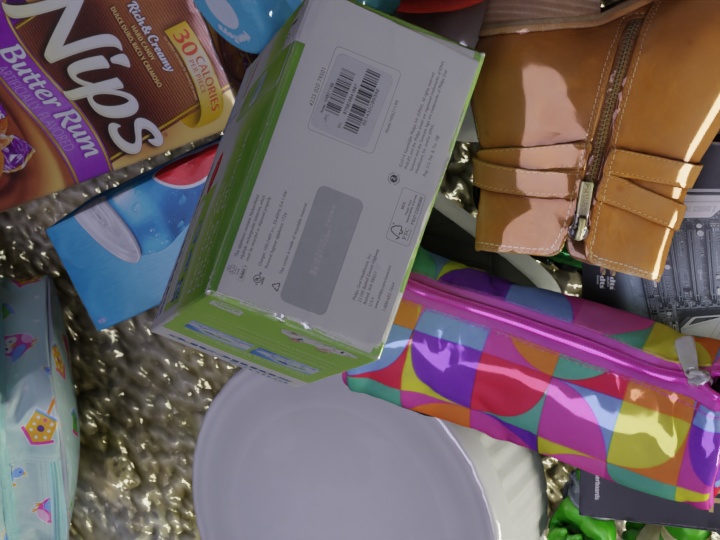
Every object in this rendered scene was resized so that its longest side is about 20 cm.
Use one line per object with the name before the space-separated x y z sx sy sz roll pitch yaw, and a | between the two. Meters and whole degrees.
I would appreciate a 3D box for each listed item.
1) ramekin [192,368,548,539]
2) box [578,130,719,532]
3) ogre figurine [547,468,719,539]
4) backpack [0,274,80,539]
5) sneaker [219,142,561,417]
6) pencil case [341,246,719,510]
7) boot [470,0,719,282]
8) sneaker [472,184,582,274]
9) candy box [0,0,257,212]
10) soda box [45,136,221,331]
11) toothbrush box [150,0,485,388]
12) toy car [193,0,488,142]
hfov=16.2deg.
ramekin | 0.012 0.125 1.401 0.201 0.094 0.204 11 112 29
box | 0.188 0.029 1.236 0.157 0.050 0.201 6 109 17
ogre figurine | 0.206 0.112 1.344 0.199 0.098 0.121 19 125 26
backpack | -0.237 0.100 1.455 0.152 0.176 0.201 3 124 -13
sneaker | 0.000 0.000 1.302 0.199 0.099 0.071 31 142 3
pencil case | 0.092 0.046 1.201 0.199 0.088 0.089 16 112 12
boot | 0.148 -0.072 1.165 0.199 0.074 0.156 6 90 4
sneaker | 0.158 -0.041 1.330 0.199 0.078 0.086 3 102 9
candy box | -0.160 -0.112 1.423 0.199 0.056 0.117 -19 99 23
soda box | -0.072 -0.039 1.410 0.199 0.064 0.068 -24 98 24
toothbrush box | -0.025 -0.032 1.175 0.086 0.200 0.146 21 81 -7
toy car | 0.054 -0.132 1.264 0.200 0.184 0.177 55 157 -20
